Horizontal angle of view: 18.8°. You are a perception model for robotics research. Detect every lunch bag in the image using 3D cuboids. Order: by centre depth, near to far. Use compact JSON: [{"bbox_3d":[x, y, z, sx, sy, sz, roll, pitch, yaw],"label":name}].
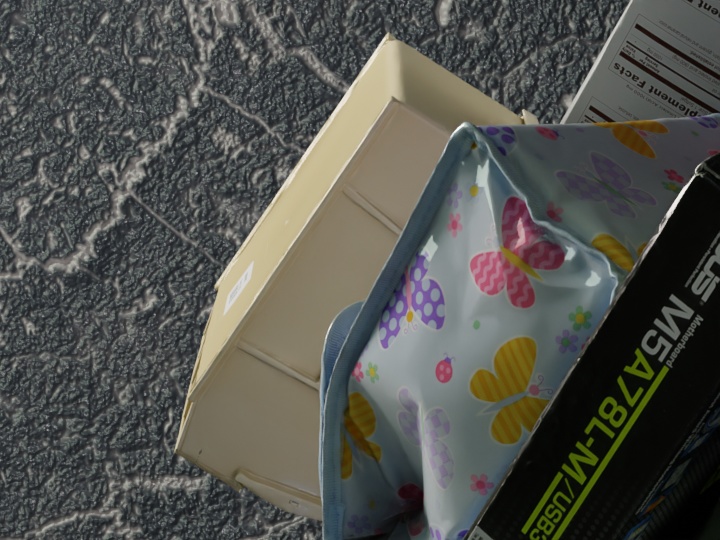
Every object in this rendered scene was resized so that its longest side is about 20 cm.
[{"bbox_3d":[0.079,0.040,0.896,0.169,0.127,0.200,-7,-47,-44],"label":"lunch bag"}]

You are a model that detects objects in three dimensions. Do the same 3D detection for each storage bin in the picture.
[{"bbox_3d":[0.000,0.000,1.062,0.199,0.094,0.200,-56,9,13],"label":"storage bin"}]

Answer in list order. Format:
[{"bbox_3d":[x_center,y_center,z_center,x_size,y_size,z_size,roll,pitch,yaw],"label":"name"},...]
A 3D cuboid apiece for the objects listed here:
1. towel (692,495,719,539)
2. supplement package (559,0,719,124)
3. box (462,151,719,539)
[{"bbox_3d":[0.072,0.153,0.701,0.200,0.031,0.149,-59,-5,13],"label":"towel"},{"bbox_3d":[0.220,-0.130,1.082,0.191,0.147,0.200,-52,-8,-48],"label":"supplement package"},{"bbox_3d":[0.117,0.031,0.714,0.193,0.048,0.200,-22,-33,-53],"label":"box"}]
